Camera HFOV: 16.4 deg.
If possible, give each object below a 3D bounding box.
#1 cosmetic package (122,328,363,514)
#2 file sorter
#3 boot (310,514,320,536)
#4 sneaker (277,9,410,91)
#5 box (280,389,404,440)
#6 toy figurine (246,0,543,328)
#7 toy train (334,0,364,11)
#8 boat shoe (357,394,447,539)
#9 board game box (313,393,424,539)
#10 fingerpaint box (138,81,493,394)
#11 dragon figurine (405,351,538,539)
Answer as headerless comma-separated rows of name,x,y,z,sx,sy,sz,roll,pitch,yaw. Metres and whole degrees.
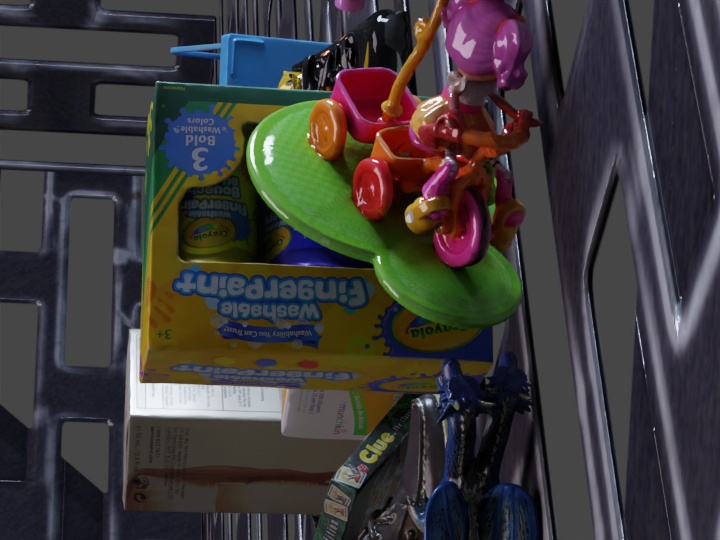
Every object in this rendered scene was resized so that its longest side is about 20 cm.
cosmetic package,-0.061,0.104,1.706,0.103,0.200,0.087,-95,9,-55
file sorter,-0.078,-0.081,2.003,0.123,0.139,0.200,2,90,58
boot,-0.007,0.250,1.804,0.200,0.066,0.165,94,176,-49
sneaker,-0.015,-0.137,1.851,0.200,0.090,0.070,114,158,-72
box,0.000,0.000,1.640,0.113,0.101,0.200,101,169,-53
toy figurine,0.043,-0.101,1.321,0.200,0.150,0.184,56,139,40
toy train,0.012,-0.280,1.858,0.150,0.056,0.200,103,164,-50
boat shoe,0.028,0.171,1.501,0.073,0.065,0.200,130,143,-82
board game box,-0.001,0.166,1.606,0.105,0.023,0.200,-50,-16,-41
fingerpaint box,-0.026,-0.017,1.459,0.073,0.200,0.167,113,159,-69
dragon figurine,0.058,0.142,1.293,0.099,0.059,0.200,106,166,-63
